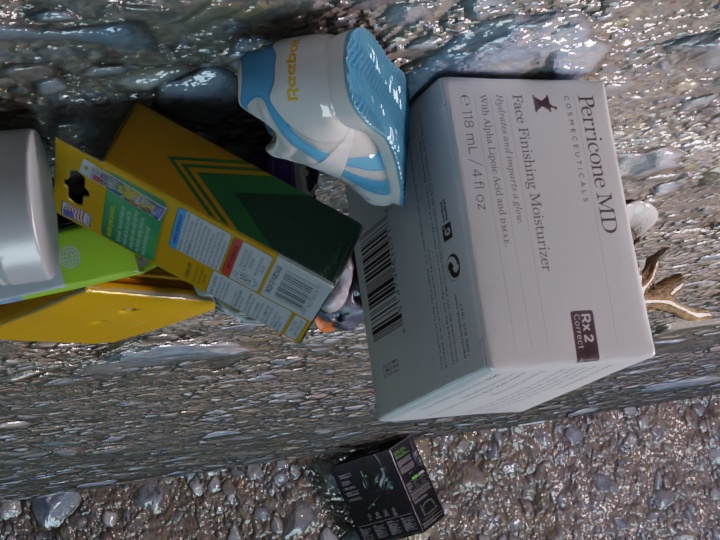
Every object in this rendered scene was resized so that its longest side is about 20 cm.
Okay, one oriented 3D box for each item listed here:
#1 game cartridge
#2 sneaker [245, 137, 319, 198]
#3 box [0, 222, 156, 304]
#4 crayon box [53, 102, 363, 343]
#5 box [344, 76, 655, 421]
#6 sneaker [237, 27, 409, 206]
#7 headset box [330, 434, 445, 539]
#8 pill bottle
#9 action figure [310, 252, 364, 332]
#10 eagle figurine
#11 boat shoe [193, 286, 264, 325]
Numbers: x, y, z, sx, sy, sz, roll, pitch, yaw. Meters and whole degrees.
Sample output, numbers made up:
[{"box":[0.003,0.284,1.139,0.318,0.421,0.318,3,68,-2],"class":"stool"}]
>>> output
[{"box":[-0.255,0.035,1.327,0.199,0.033,0.175,-17,164,40],"class":"game cartridge"},{"box":[-0.085,-0.047,0.995,0.082,0.082,0.200,11,157,-20],"class":"sneaker"},{"box":[-0.246,-0.006,1.049,0.197,0.048,0.122,-11,-174,11],"class":"box"},{"box":[-0.106,-0.035,0.915,0.198,0.052,0.126,28,157,-3],"class":"crayon box"},{"box":[0.090,-0.009,0.975,0.129,0.202,0.200,-3,165,-22],"class":"box"},{"box":[-0.015,-0.095,0.860,0.080,0.078,0.200,-3,162,15],"class":"sneaker"},{"box":[0.054,0.456,2.857,0.173,0.202,0.092,-24,180,38],"class":"headset box"},{"box":[-0.295,-0.030,0.850,0.197,0.115,0.114,-7,167,-5],"class":"pill bottle"},{"box":[0.000,0.000,1.181,0.192,0.106,0.199,-27,159,31],"class":"action figure"},{"box":[0.221,0.009,1.356,0.152,0.151,0.200,50,168,-28],"class":"eagle figurine"},{"box":[-0.111,0.014,1.212,0.073,0.066,0.202,6,166,5],"class":"boat shoe"}]
